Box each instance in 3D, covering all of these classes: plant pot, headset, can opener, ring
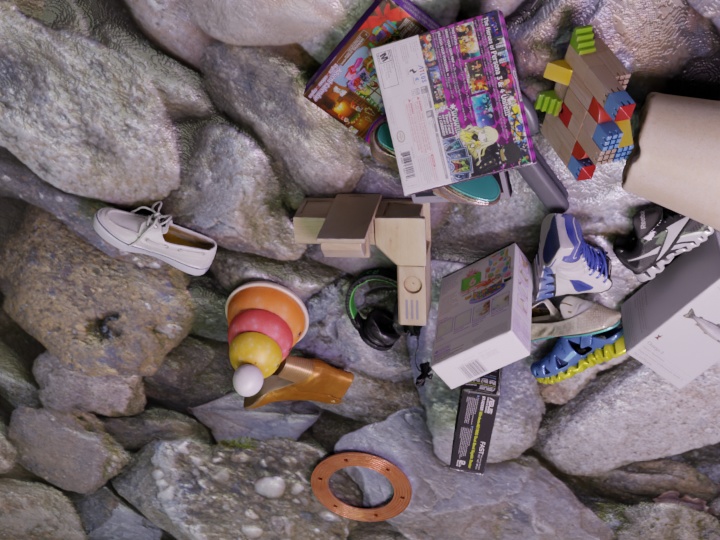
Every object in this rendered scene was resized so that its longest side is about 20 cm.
[{"bbox_3d":[0.449,-0.147,1.433,0.181,0.201,0.202,16,132,7],"label":"plant pot"},{"bbox_3d":[0.054,0.094,1.770,0.123,0.094,0.201,-27,108,30],"label":"headset"},{"bbox_3d":[0.245,-0.163,1.543,0.066,0.053,0.201,-22,122,26],"label":"can opener"},{"bbox_3d":[0.002,0.415,2.100,0.198,0.019,0.202,6,131,7],"label":"ring"}]

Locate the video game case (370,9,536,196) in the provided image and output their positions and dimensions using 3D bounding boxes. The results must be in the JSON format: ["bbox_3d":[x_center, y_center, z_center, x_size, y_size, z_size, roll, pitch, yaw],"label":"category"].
[{"bbox_3d":[0.120,-0.215,1.417,0.179,0.036,0.203,-13,92,21],"label":"video game case"}]

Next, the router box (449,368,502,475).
[{"bbox_3d":[0.194,0.215,1.806,0.061,0.151,0.202,8,131,5],"label":"router box"}]

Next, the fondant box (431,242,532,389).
[{"bbox_3d":[0.186,0.067,1.650,0.143,0.201,0.058,-27,122,30],"label":"fondant box"}]

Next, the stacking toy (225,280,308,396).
[{"bbox_3d":[-0.170,0.130,1.774,0.144,0.201,0.147,6,131,7],"label":"stacking toy"}]

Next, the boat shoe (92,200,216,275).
[{"bbox_3d":[-0.320,-0.064,1.725,0.200,0.075,0.086,25,131,-13],"label":"boat shoe"}]

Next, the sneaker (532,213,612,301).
[{"bbox_3d":[0.324,-0.020,1.622,0.113,0.082,0.200,-1,154,-1],"label":"sneaker"}]

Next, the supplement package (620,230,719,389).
[{"bbox_3d":[0.503,0.059,1.630,0.116,0.118,0.200,32,125,-16],"label":"supplement package"}]

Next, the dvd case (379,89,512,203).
[{"bbox_3d":[0.122,-0.179,1.515,0.148,0.025,0.201,-1,132,22],"label":"dvd case"}]

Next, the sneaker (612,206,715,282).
[{"bbox_3d":[0.443,-0.063,1.577,0.090,0.067,0.200,30,131,-17],"label":"sneaker"}]

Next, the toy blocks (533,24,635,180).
[{"bbox_3d":[0.307,-0.198,1.426,0.099,0.137,0.201,-14,143,-20],"label":"toy blocks"}]

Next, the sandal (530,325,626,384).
[{"bbox_3d":[0.351,0.118,1.754,0.199,0.079,0.088,-33,87,37],"label":"sandal"}]

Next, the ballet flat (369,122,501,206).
[{"bbox_3d":[0.101,-0.140,1.507,0.199,0.068,0.067,31,153,-2],"label":"ballet flat"}]

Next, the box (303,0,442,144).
[{"bbox_3d":[0.031,-0.276,1.500,0.136,0.039,0.200,33,128,-17],"label":"box"}]

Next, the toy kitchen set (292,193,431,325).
[{"bbox_3d":[0.000,0.000,1.630,0.197,0.164,0.183,2,116,10],"label":"toy kitchen set"}]

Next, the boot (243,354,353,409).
[{"bbox_3d":[-0.110,0.214,1.925,0.143,0.072,0.201,21,144,-23],"label":"boot"}]

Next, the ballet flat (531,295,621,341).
[{"bbox_3d":[0.309,0.072,1.690,0.199,0.067,0.063,-15,106,45],"label":"ballet flat"}]
